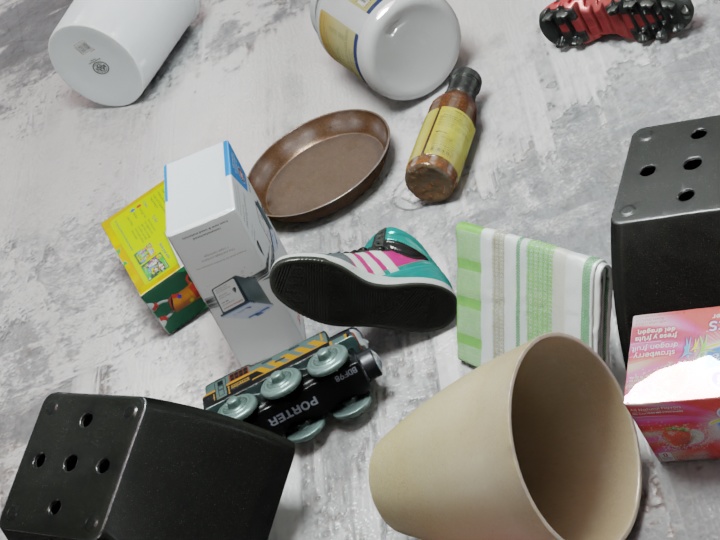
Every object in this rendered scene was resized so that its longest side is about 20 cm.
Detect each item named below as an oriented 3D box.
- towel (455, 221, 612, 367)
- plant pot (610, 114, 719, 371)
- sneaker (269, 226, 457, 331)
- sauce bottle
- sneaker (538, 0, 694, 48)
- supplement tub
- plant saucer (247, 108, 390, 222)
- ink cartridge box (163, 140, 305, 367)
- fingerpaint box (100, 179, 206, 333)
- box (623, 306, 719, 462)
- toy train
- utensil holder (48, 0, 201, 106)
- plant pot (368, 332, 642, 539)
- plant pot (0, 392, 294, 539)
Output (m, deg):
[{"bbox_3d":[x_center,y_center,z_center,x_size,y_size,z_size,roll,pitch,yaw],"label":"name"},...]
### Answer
[{"bbox_3d":[0.165,0.039,1.510,0.031,0.150,0.200,-12,20,-35],"label":"towel"},{"bbox_3d":[0.327,-0.032,1.440,0.199,0.178,0.200,-8,40,30],"label":"plant pot"},{"bbox_3d":[0.000,0.000,1.671,0.199,0.084,0.121,11,24,-11],"label":"sneaker"},{"bbox_3d":[0.105,-0.166,1.867,0.066,0.066,0.200,-6,40,30],"label":"sauce bottle"},{"bbox_3d":[0.316,-0.325,1.906,0.200,0.071,0.098,2,48,39],"label":"sneaker"},{"bbox_3d":[0.027,-0.317,2.041,0.144,0.145,0.200,-35,35,-7],"label":"supplement tub"},{"bbox_3d":[-0.049,-0.124,1.952,0.199,0.035,0.201,-19,36,14],"label":"plant saucer"},{"bbox_3d":[-0.139,-0.018,1.736,0.086,0.200,0.147,-22,36,8],"label":"ink cartridge box"},{"bbox_3d":[-0.209,-0.037,1.920,0.167,0.073,0.200,-36,35,-4],"label":"fingerpaint box"},{"bbox_3d":[0.335,0.092,1.332,0.199,0.103,0.095,-7,51,28],"label":"box"},{"bbox_3d":[-0.073,0.124,1.621,0.199,0.085,0.114,-28,25,2],"label":"toy train"},{"bbox_3d":[-0.354,-0.370,2.368,0.169,0.170,0.201,-4,45,32],"label":"utensil holder"},{"bbox_3d":[0.110,0.168,1.369,0.199,0.187,0.188,-20,33,40],"label":"plant pot"},{"bbox_3d":[-0.211,0.211,1.465,0.199,0.177,0.201,0,61,37],"label":"plant pot"}]
